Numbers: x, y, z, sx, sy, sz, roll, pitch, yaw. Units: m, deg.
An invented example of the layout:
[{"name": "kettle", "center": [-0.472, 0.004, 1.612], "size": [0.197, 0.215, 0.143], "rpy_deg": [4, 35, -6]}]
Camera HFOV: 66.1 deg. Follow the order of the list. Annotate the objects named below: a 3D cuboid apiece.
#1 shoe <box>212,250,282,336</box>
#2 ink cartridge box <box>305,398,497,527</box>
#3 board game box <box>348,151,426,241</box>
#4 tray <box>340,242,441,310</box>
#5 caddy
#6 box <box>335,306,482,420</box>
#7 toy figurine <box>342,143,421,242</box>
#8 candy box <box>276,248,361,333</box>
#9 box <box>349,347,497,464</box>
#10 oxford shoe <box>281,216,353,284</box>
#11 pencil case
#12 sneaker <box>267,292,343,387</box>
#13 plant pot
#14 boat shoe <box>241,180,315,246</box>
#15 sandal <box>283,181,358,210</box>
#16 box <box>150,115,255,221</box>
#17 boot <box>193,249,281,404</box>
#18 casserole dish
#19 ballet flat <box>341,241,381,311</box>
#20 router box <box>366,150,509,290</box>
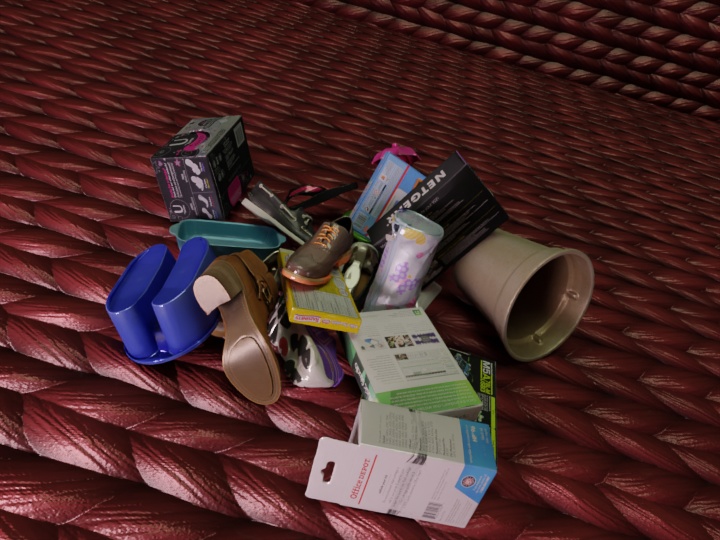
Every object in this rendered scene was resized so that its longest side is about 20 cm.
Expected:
[{"name": "shoe", "center": [-0.176, 0.031, 0.876], "size": [0.069, 0.054, 0.200], "rpy_deg": [25, 36, 14]}, {"name": "ink cartridge box", "center": [0.043, 0.222, 0.645], "size": [0.196, 0.118, 0.068], "rpy_deg": [13, 34, -5]}, {"name": "board game box", "center": [0.092, -0.097, 1.016], "size": [0.198, 0.153, 0.037], "rpy_deg": [31, 4, -14]}, {"name": "tray", "center": [0.049, 0.004, 1.024], "size": [0.198, 0.022, 0.107], "rpy_deg": [29, 37, 18]}, {"name": "caddy", "center": [-0.263, 0.044, 0.785], "size": [0.138, 0.106, 0.202], "rpy_deg": [-8, 35, 10]}, {"name": "box", "center": [0.060, 0.131, 0.770], "size": [0.141, 0.037, 0.201], "rpy_deg": [-3, 36, -22]}, {"name": "toy figurine", "center": [0.069, -0.146, 1.080], "size": [0.148, 0.187, 0.200], "rpy_deg": [-10, 41, -40]}, {"name": "candy box", "center": [-0.067, 0.025, 0.828], "size": [0.100, 0.027, 0.201], "rpy_deg": [10, 23, -18]}, {"name": "box", "center": [0.097, 0.181, 0.783], "size": [0.189, 0.048, 0.201], "rpy_deg": [18, 35, 0]}, {"name": "oxford shoe", "center": [-0.061, -0.036, 0.839], "size": [0.070, 0.074, 0.200], "rpy_deg": [21, 23, 9]}, {"name": "pencil case", "center": [0.061, 0.008, 0.870], "size": [0.082, 0.203, 0.090], "rpy_deg": [32, 29, 26]}, {"name": "sneaker", "center": [-0.080, 0.101, 0.821], "size": [0.083, 0.081, 0.201], "rpy_deg": [22, 26, -36]}, {"name": "plant pot", "center": [0.263, 0.022, 0.959], "size": [0.197, 0.204, 0.183], "rpy_deg": [-8, 29, -29]}, {"name": "boat shoe", "center": [-0.125, -0.092, 1.020], "size": [0.198, 0.061, 0.074], "rpy_deg": [34, -3, 11]}, {"name": "sandal", "center": [-0.100, -0.153, 1.106], "size": [0.197, 0.046, 0.075], "rpy_deg": [-23, 13, -15]}, {"name": "box", "center": [-0.294, -0.199, 1.056], "size": [0.112, 0.134, 0.201], "rpy_deg": [-2, 34, 9]}, {"name": "boot", "center": [-0.145, 0.068, 0.774], "size": [0.072, 0.203, 0.155], "rpy_deg": [-19, 11, 14]}, {"name": "casserole dish", "center": [-0.229, -0.048, 0.960], "size": [0.196, 0.040, 0.121], "rpy_deg": [5, 22, -16]}, {"name": "ballet flat", "center": [0.000, 0.000, 0.946], "size": [0.067, 0.069, 0.202], "rpy_deg": [15, 44, 4]}, {"name": "router box", "center": [0.131, -0.077, 0.931], "size": [0.149, 0.199, 0.051], "rpy_deg": [39, 18, -37]}]
